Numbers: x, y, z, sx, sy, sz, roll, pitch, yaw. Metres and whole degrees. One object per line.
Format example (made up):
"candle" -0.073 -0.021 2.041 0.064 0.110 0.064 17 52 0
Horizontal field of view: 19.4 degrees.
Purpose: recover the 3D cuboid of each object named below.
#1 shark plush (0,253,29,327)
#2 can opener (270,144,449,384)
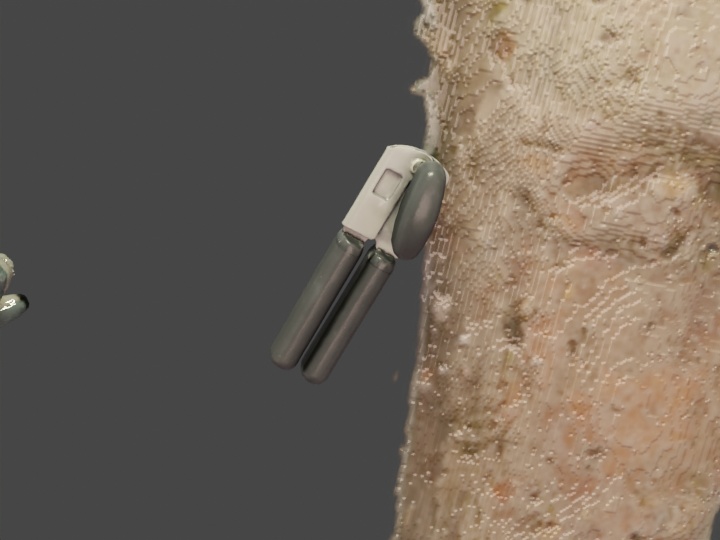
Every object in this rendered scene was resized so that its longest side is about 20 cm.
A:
"shark plush" -0.332 0.043 1.515 0.199 0.083 0.091 -27 113 6
"can opener" 0.000 0.000 1.539 0.053 0.067 0.200 26 107 -14
